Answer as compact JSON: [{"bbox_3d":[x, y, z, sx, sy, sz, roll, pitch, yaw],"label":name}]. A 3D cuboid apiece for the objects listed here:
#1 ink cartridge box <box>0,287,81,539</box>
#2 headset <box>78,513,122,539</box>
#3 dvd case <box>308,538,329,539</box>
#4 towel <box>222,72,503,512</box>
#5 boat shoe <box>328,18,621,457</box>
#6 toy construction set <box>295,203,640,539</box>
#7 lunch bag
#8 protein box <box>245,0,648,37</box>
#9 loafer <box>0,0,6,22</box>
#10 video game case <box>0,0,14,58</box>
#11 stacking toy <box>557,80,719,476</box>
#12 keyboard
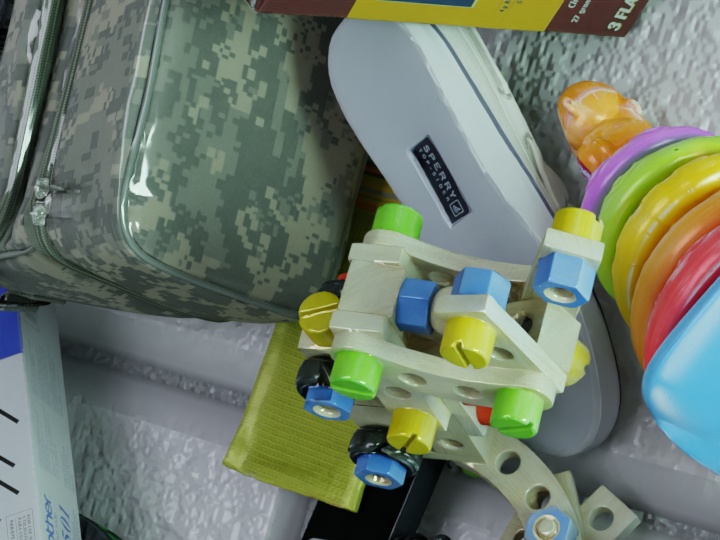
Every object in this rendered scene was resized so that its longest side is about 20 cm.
[{"bbox_3d":[-0.186,0.069,1.103,0.094,0.044,0.201,-20,58,14],"label":"ink cartridge box"},{"bbox_3d":[-0.173,0.205,1.109,0.200,0.094,0.123,-46,53,0],"label":"headset"},{"bbox_3d":[0.037,0.180,0.858,0.199,0.025,0.151,3,68,42],"label":"dvd case"},{"bbox_3d":[0.000,0.000,1.036,0.086,0.018,0.201,12,82,49],"label":"towel"},{"bbox_3d":[0.059,-0.023,0.975,0.071,0.070,0.201,-34,82,41],"label":"boat shoe"},{"bbox_3d":[0.046,0.049,0.897,0.131,0.200,0.092,3,48,23],"label":"toy construction set"},{"bbox_3d":[-0.092,-0.076,1.047,0.167,0.139,0.201,1,77,49],"label":"lunch bag"},{"bbox_3d":[0.021,-0.214,0.959,0.200,0.198,0.135,59,133,33],"label":"protein box"},{"bbox_3d":[-0.209,-0.163,1.221,0.072,0.063,0.201,161,125,-72],"label":"loafer"},{"bbox_3d":[-0.108,-0.095,1.161,0.199,0.023,0.183,12,85,39],"label":"video game case"},{"bbox_3d":[0.125,-0.017,0.914,0.110,0.116,0.200,-50,41,12],"label":"stacking toy"},{"bbox_3d":[-0.003,0.158,1.007,0.104,0.040,0.201,29,97,63],"label":"keyboard"}]
